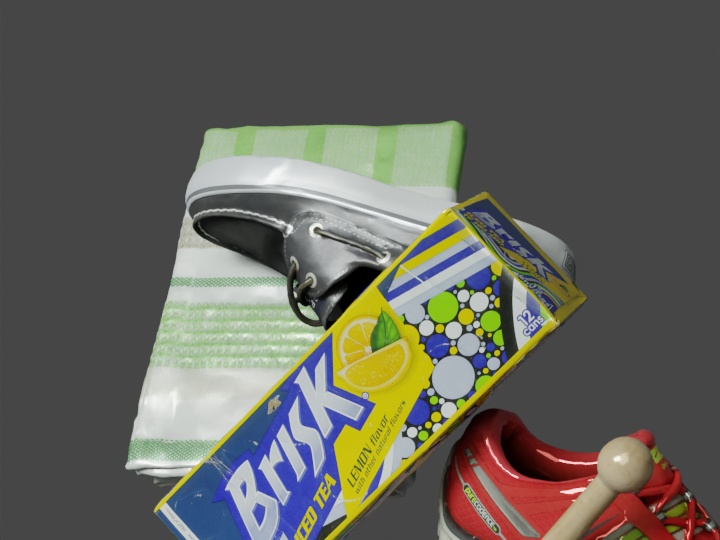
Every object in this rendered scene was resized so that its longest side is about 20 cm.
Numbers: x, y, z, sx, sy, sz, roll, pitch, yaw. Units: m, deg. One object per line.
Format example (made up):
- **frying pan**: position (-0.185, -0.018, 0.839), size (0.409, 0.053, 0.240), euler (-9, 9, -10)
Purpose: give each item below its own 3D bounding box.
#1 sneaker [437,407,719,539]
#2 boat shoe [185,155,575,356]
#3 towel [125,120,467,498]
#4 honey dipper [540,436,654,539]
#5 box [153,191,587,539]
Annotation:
- **sneaker**: position (0.120, 0.111, 0.825), size (0.200, 0.077, 0.085), euler (18, 108, 27)
- **boat shoe**: position (0.000, 0.000, 0.930), size (0.200, 0.070, 0.066), euler (15, 65, 17)
- **towel**: position (-0.027, 0.017, 0.983), size (0.149, 0.031, 0.200), euler (2, 62, 19)
- **honey dipper**: position (0.057, 0.144, 0.817), size (0.200, 0.038, 0.038), euler (-52, 53, 25)
- **box**: position (0.003, 0.060, 0.870), size (0.070, 0.064, 0.200), euler (47, 109, 7)
